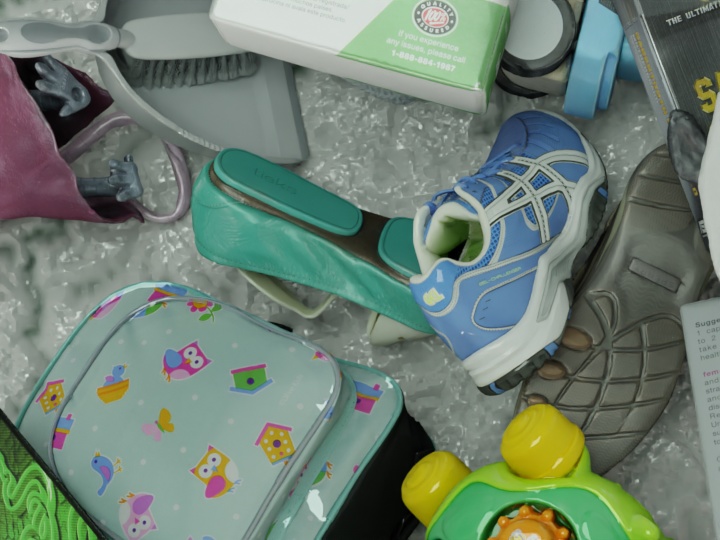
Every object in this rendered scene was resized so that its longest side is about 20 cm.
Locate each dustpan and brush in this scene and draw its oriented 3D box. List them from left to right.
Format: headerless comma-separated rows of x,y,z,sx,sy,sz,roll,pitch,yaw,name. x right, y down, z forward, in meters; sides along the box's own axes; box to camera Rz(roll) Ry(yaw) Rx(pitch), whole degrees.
-0.119,-0.122,1.595,0.199,0.057,0.141,-6,76,-25,dustpan and brush

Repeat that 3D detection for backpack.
-0.087,0.100,1.555,0.199,0.153,0.176,22,73,32,backpack

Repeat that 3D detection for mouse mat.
-0.163,0.172,1.554,0.008,0.201,0.161,-28,64,-30,mouse mat

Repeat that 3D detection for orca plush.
0.209,-0.084,1.464,0.105,0.071,0.201,-15,81,37,orca plush

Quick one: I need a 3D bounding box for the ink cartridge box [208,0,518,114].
0.021,-0.197,1.493,0.144,0.088,0.201,15,86,6,ink cartridge box

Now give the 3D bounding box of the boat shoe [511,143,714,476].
0.138,0.030,1.550,0.074,0.073,0.201,30,81,2,boat shoe

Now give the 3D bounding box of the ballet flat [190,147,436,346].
0.000,0.000,1.596,0.199,0.067,0.071,22,123,2,ballet flat

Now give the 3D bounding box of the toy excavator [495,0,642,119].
0.179,-0.166,1.574,0.199,0.100,0.196,14,84,3,toy excavator

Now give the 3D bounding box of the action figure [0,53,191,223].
-0.220,-0.058,1.657,0.199,0.149,0.135,-23,77,32,action figure

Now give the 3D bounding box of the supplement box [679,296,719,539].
0.226,0.113,1.462,0.103,0.101,0.201,-14,54,11,supplement box

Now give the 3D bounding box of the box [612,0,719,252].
0.244,-0.117,1.514,0.199,0.048,0.159,-20,89,-9,box

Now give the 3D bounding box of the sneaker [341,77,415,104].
-0.021,-0.184,1.583,0.199,0.075,0.115,33,104,-21,sneaker

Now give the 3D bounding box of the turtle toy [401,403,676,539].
0.076,0.165,1.496,0.146,0.101,0.200,44,134,-19,turtle toy

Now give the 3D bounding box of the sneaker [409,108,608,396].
0.075,-0.027,1.529,0.076,0.201,0.077,-35,114,30,sneaker
